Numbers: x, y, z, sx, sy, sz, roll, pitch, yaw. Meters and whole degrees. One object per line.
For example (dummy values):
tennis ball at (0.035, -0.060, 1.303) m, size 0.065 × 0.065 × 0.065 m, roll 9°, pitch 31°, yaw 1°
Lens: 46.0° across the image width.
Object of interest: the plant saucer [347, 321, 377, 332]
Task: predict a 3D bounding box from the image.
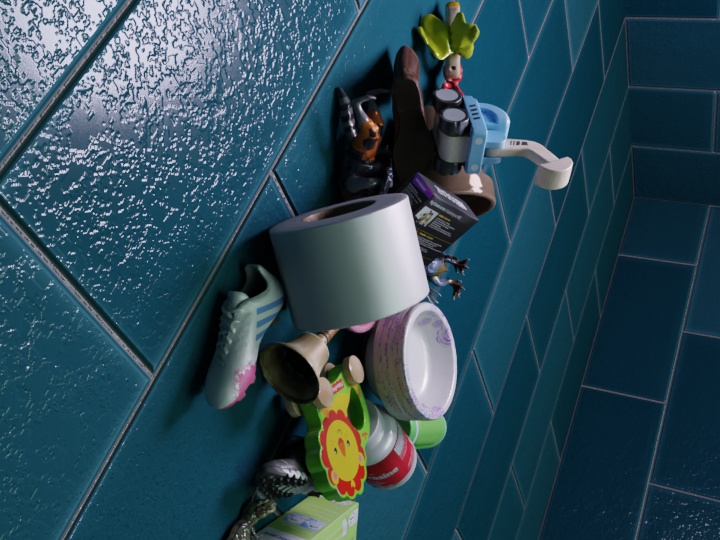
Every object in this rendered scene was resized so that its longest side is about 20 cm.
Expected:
plant saucer at (0.000, 0.000, 1.405) m, size 0.200 × 0.050 × 0.203 m, roll -32°, pitch 128°, yaw -53°

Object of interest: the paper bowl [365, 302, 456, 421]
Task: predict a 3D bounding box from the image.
paper bowl at (0.082, 0.159, 1.476) m, size 0.200 × 0.103 × 0.203 m, roll 14°, pitch 73°, yaw -56°

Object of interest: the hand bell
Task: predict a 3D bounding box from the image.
hand bell at (-0.053, 0.096, 1.265) m, size 0.200 × 0.103 × 0.105 m, roll -46°, pitch 138°, yaw -45°

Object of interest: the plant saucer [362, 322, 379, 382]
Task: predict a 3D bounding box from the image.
plant saucer at (0.064, 0.128, 1.601) m, size 0.200 × 0.036 × 0.203 m, roll -30°, pitch 124°, yaw -58°

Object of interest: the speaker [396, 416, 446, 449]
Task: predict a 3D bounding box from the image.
speaker at (0.106, 0.313, 1.690) m, size 0.200 × 0.088 × 0.090 m, roll 20°, pitch 80°, yaw -63°

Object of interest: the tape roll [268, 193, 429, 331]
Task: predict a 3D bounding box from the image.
tape roll at (-0.015, -0.015, 1.176) m, size 0.202 × 0.201 × 0.141 m, roll -33°, pitch 111°, yaw -56°

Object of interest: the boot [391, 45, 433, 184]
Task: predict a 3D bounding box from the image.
boot at (0.081, -0.260, 1.407) m, size 0.201 × 0.063 × 0.188 m, roll -91°, pitch 178°, yaw -62°

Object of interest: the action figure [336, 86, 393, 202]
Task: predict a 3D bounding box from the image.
action figure at (0.004, -0.191, 1.351) m, size 0.200 × 0.103 × 0.196 m, roll -88°, pitch -175°, yaw -71°

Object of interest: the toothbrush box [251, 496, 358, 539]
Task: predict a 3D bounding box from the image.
toothbrush box at (-0.088, 0.461, 1.345) m, size 0.200 × 0.085 × 0.147 m, roll -19°, pitch 115°, yaw -62°

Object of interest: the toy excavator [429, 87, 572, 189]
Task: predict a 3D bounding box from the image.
toy excavator at (0.215, -0.201, 1.330) m, size 0.196 × 0.197 × 0.101 m, roll -98°, pitch -172°, yaw -49°

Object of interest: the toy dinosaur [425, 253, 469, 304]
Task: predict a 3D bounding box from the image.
toy dinosaur at (0.127, 0.003, 1.670) m, size 0.180 × 0.200 × 0.106 m, roll 16°, pitch 97°, yaw -29°

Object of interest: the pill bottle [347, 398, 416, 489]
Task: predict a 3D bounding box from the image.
pill bottle at (0.022, 0.301, 1.485) m, size 0.113 × 0.111 × 0.200 m, roll -68°, pitch 150°, yaw -24°

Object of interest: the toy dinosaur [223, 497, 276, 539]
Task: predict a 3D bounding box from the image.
toy dinosaur at (-0.176, 0.413, 1.197) m, size 0.200 × 0.047 × 0.089 m, roll -51°, pitch 125°, yaw -47°

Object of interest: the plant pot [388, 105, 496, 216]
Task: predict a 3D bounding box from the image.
plant pot at (0.133, -0.187, 1.497) m, size 0.200 × 0.198 × 0.177 m, roll 24°, pitch 59°, yaw -63°

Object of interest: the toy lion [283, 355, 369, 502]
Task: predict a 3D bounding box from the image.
toy lion at (-0.034, 0.249, 1.309) m, size 0.200 × 0.068 × 0.194 m, roll -25°, pitch 95°, yaw -66°

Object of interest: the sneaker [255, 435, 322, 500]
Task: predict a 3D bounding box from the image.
sneaker at (-0.102, 0.292, 1.279) m, size 0.200 × 0.066 × 0.091 m, roll 25°, pitch 36°, yaw -57°

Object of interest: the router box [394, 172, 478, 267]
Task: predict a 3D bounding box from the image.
router box at (0.090, -0.067, 1.352) m, size 0.149 × 0.051 × 0.200 m, roll -42°, pitch 156°, yaw 15°

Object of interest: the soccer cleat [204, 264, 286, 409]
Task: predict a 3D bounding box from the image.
soccer cleat at (-0.163, 0.080, 1.104) m, size 0.087 × 0.069 × 0.201 m, roll 58°, pitch 42°, yaw -40°

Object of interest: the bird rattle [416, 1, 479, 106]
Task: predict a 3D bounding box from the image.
bird rattle at (0.179, -0.408, 1.594) m, size 0.201 × 0.111 × 0.164 m, roll 68°, pitch 24°, yaw -51°
